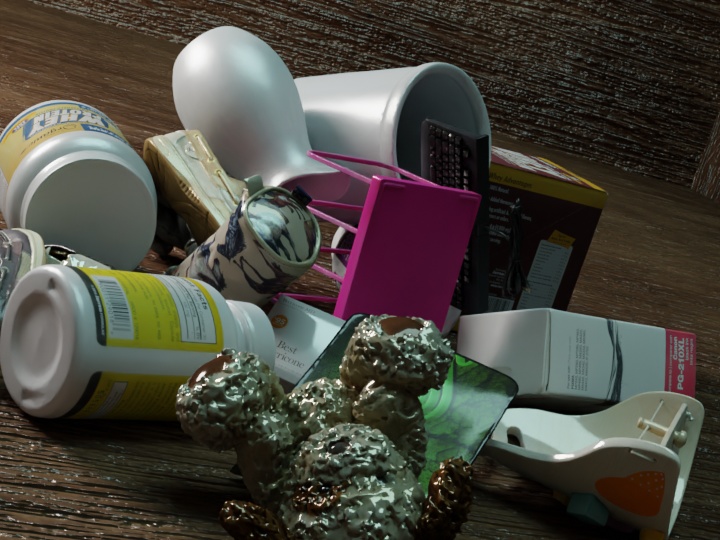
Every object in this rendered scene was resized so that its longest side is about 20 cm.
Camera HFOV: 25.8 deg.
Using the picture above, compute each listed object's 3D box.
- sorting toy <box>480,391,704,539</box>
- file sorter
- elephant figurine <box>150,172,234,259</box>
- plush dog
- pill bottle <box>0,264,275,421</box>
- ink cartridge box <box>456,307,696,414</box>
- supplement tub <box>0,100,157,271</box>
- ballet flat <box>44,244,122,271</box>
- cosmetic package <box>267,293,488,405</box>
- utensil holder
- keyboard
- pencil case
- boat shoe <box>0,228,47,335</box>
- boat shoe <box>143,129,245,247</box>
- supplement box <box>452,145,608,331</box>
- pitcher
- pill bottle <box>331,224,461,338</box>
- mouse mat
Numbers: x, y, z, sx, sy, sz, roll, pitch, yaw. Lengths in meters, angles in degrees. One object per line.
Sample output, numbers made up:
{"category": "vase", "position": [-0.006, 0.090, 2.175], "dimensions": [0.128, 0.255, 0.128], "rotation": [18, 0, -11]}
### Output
{"category": "sorting toy", "position": [0.188, 0.159, 1.343], "dimensions": [0.178, 0.108, 0.200], "rotation": [15, 11, 16]}
{"category": "file sorter", "position": [0.000, 0.000, 1.487], "dimensions": [0.138, 0.203, 0.125], "rotation": [6, 15, -46]}
{"category": "elephant figurine", "position": [-0.144, -0.034, 1.639], "dimensions": [0.200, 0.155, 0.142], "rotation": [39, -12, 32]}
{"category": "plush dog", "position": [-0.016, 0.143, 1.071], "dimensions": [0.197, 0.162, 0.172], "rotation": [-11, 33, -6]}
{"category": "pill bottle", "position": [-0.163, 0.058, 1.194], "dimensions": [0.198, 0.113, 0.111], "rotation": [7, 17, -44]}
{"category": "ink cartridge box", "position": [0.211, 0.093, 1.553], "dimensions": [0.198, 0.086, 0.144], "rotation": [10, -11, -34]}
{"category": "supplement tub", "position": [-0.275, -0.074, 1.511], "dimensions": [0.143, 0.146, 0.200], "rotation": [13, 13, -24]}
{"category": "ballet flat", "position": [-0.239, 0.017, 1.331], "dimensions": [0.068, 0.068, 0.199], "rotation": [37, -10, -29]}
{"category": "cosmetic package", "position": [0.001, 0.097, 1.326], "dimensions": [0.198, 0.051, 0.083], "rotation": [22, 51, 15]}
{"category": "utensil holder", "position": [0.011, -0.131, 1.671], "dimensions": [0.198, 0.173, 0.169], "rotation": [4, 0, 40]}
{"category": "keyboard", "position": [0.109, -0.043, 1.520], "dimensions": [0.126, 0.202, 0.021], "rotation": [20, 40, 32]}
{"category": "pencil case", "position": [-0.113, -0.002, 1.376], "dimensions": [0.077, 0.200, 0.090], "rotation": [-14, 74, -41]}
{"category": "boat shoe", "position": [-0.298, 0.010, 1.298], "dimensions": [0.064, 0.073, 0.200], "rotation": [18, 18, -26]}
{"category": "boat shoe", "position": [-0.129, -0.060, 1.485], "dimensions": [0.069, 0.074, 0.201], "rotation": [-26, 67, -26]}
{"category": "supplement box", "position": [0.152, -0.038, 1.861], "dimensions": [0.195, 0.202, 0.133], "rotation": [11, 14, -32]}
{"category": "pitcher", "position": [-0.128, -0.132, 1.583], "dimensions": [0.201, 0.170, 0.121], "rotation": [57, -13, 18]}
{"category": "pill bottle", "position": [0.032, 0.004, 1.711], "dimensions": [0.111, 0.114, 0.200], "rotation": [14, 14, -20]}
{"category": "mouse mat", "position": [0.023, 0.116, 1.255], "dimensions": [0.159, 0.008, 0.200], "rotation": [23, 40, 16]}
